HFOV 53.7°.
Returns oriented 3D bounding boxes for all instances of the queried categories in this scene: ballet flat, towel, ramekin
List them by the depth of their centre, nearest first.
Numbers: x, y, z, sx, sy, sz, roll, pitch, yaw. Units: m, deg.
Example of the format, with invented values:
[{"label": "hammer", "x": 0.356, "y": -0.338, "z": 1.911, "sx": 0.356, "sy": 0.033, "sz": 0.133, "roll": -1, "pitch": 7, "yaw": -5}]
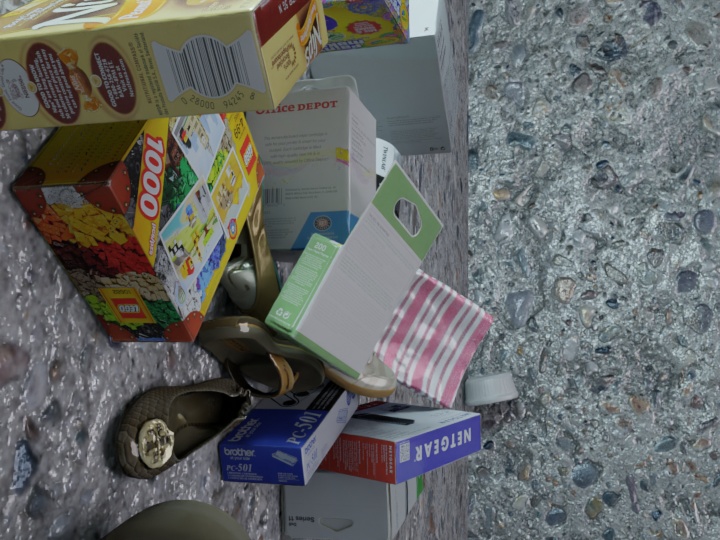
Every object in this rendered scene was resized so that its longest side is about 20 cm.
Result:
[{"label": "ballet flat", "x": -0.146, "y": 0.132, "z": 0.628, "sx": 0.200, "sy": 0.046, "sz": 0.069, "roll": 0, "pitch": 88, "yaw": -75}, {"label": "ballet flat", "x": -0.125, "y": -0.023, "z": 0.723, "sx": 0.063, "sy": 0.068, "sz": 0.204, "roll": -19, "pitch": 107, "yaw": -44}, {"label": "towel", "x": 0.076, "y": 0.080, "z": 0.943, "sx": 0.199, "sy": 0.030, "sz": 0.148, "roll": 31, "pitch": 82, "yaw": -25}, {"label": "ramekin", "x": 0.472, "y": 0.431, "z": 2.603, "sx": 0.202, "sy": 0.199, "sz": 0.096, "roll": 18, "pitch": 61, "yaw": -74}]

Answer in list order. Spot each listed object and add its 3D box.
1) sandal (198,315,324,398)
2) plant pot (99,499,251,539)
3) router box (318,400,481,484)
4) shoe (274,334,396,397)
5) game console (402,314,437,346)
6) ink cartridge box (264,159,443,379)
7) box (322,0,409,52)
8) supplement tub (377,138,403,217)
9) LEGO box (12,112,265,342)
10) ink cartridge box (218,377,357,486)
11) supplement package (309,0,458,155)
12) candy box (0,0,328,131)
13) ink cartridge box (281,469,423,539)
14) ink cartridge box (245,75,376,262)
[{"label": "sandal", "x": -0.101, "y": 0.101, "z": 0.733, "sx": 0.200, "sy": 0.079, "sz": 0.055, "roll": 47, "pitch": 31, "yaw": -59}, {"label": "plant pot", "x": -0.133, "y": 0.244, "z": 0.461, "sx": 0.174, "sy": 0.196, "sz": 0.204, "roll": -97, "pitch": -177, "yaw": -78}, {"label": "router box", "x": 0.031, "y": 0.213, "z": 0.911, "sx": 0.199, "sy": 0.177, "sz": 0.050, "roll": 0, "pitch": 89, "yaw": -52}, {"label": "shoe", "x": -0.027, "y": 0.092, "z": 0.845, "sx": 0.198, "sy": 0.054, "sz": 0.070, "roll": 30, "pitch": 20, "yaw": -27}, {"label": "game console", "x": -0.004, "y": 0.085, "z": 0.982, "sx": 0.119, "sy": 0.199, "sz": 0.171, "roll": 50, "pitch": -16, "yaw": 6}, {"label": "ink cartridge box", "x": 0.000, "y": 0.000, "z": 0.746, "sx": 0.202, "sy": 0.047, "sz": 0.145, "roll": -62, "pitch": 145, "yaw": -10}, {"label": "box", "x": -0.060, "y": -0.324, "z": 0.694, "sx": 0.122, "sy": 0.196, "sz": 0.196, "roll": 8, "pitch": 80, "yaw": -74}, {"label": "supplement tub", "x": -0.004, "y": -0.081, "z": 1.024, "sx": 0.123, "sy": 0.120, "sz": 0.203, "roll": 61, "pitch": 31, "yaw": -59}, {"label": "LEGO box", "x": -0.155, "y": -0.069, "z": 0.555, "sx": 0.150, "sy": 0.076, "sz": 0.202, "roll": 73, "pitch": 22, "yaw": -43}, {"label": "ink cartridge box", "x": -0.073, "y": 0.173, "z": 0.804, "sx": 0.200, "sy": 0.092, "sz": 0.045, "roll": -41, "pitch": 128, "yaw": -71}, {"label": "supplement package", "x": 0.041, "y": -0.295, "z": 1.072, "sx": 0.202, "sy": 0.188, "sz": 0.149, "roll": 73, "pitch": 22, "yaw": -46}, {"label": "candy box", "x": -0.129, "y": -0.135, "z": 0.425, "sx": 0.116, "sy": 0.196, "sz": 0.056, "roll": -69, "pitch": 154, "yaw": -54}, {"label": "ink cartridge box", "x": -0.005, "y": 0.283, "z": 0.948, "sx": 0.200, "sy": 0.144, "sz": 0.085, "roll": -1, "pitch": 89, "yaw": -75}, {"label": "ink cartridge box", "x": -0.054, "y": -0.117, "z": 0.832, "sx": 0.125, "sy": 0.126, "sz": 0.204, "roll": 20, "pitch": 70, "yaw": -73}]
